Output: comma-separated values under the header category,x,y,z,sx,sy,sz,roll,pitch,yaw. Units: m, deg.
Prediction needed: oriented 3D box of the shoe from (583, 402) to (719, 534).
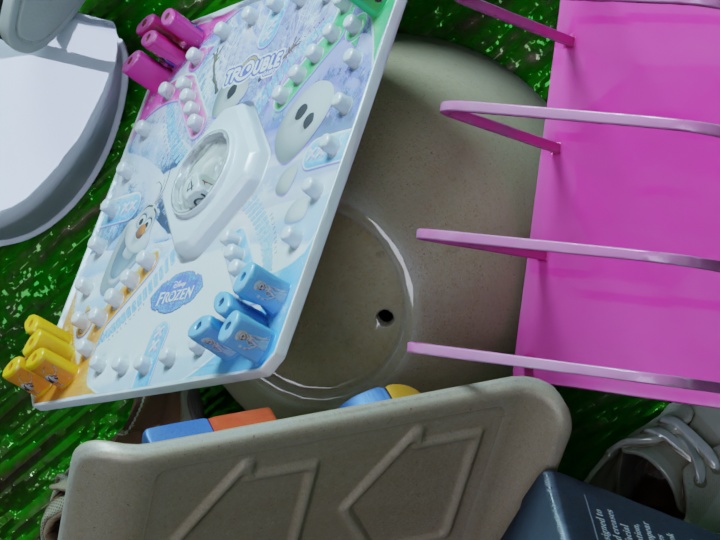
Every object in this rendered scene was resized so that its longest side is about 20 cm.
category,x,y,z,sx,sy,sz,roll,pitch,yaw
shoe,0.126,0.115,1.007,0.070,0.053,0.200,30,72,35

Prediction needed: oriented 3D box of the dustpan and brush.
category,x,y,z,sx,sy,sz,roll,pitch,yaw
dustpan and brush,-0.192,-0.039,1.134,0.138,0.057,0.202,16,98,10

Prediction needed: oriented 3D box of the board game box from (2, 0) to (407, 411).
category,x,y,z,sx,sy,sz,roll,pitch,yaw
board game box,-0.068,-0.042,0.991,0.199,0.026,0.201,-12,54,53

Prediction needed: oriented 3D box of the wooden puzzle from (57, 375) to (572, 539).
category,x,y,z,sx,sy,sz,roll,pitch,yaw
wooden puzzle,-0.030,0.114,0.927,0.198,0.046,0.186,-5,134,-22

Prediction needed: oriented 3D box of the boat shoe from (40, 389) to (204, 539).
category,x,y,z,sx,sy,sz,roll,pitch,yaw
boat shoe,-0.110,0.109,1.053,0.071,0.200,0.076,6,119,-3

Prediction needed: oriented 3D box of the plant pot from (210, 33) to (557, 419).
category,x,y,z,sx,sy,sz,roll,pitch,yaw
plant pot,0.000,0.000,1.031,0.199,0.134,0.202,3,101,16

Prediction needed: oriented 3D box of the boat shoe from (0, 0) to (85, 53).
category,x,y,z,sx,sy,sz,roll,pitch,yaw
boat shoe,-0.139,-0.202,1.061,0.060,0.074,0.201,21,96,18

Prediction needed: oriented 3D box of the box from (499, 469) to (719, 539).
category,x,y,z,sx,sy,sz,roll,pitch,yaw
box,0.130,0.195,0.921,0.199,0.107,0.149,21,116,-18

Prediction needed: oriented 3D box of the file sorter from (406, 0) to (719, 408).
category,x,y,z,sx,sy,sz,roll,pitch,yaw
file sorter,0.106,-0.052,0.910,0.138,0.125,0.202,6,88,35
